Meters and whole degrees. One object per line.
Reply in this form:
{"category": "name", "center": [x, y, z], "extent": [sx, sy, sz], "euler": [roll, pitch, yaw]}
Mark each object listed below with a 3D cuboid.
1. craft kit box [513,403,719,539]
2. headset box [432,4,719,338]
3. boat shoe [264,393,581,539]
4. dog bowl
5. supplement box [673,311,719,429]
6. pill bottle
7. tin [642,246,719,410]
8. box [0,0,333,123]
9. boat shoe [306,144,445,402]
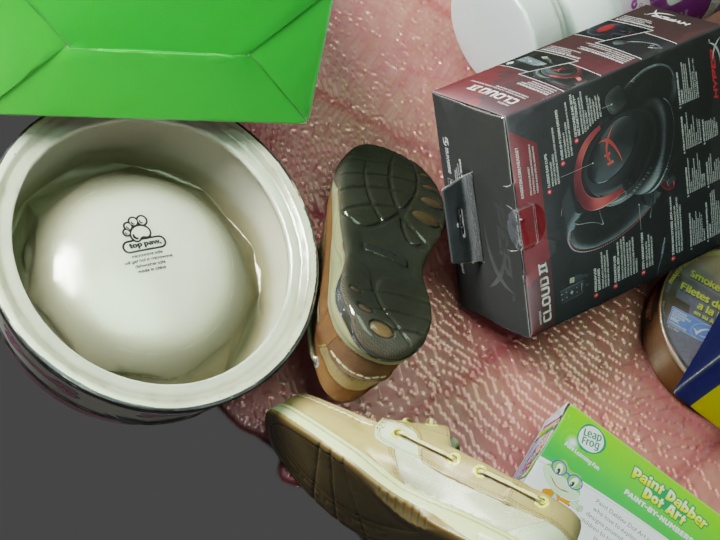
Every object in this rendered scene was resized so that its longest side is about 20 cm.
{"category": "craft kit box", "center": [0.151, 0.214, 1.333], "extent": [0.200, 0.049, 0.198], "euler": [37, 61, -2]}
{"category": "headset box", "center": [0.134, -0.061, 1.397], "extent": [0.199, 0.075, 0.149], "euler": [-25, 119, -29]}
{"category": "boat shoe", "center": [0.036, 0.123, 1.296], "extent": [0.199, 0.074, 0.066], "euler": [31, 58, 22]}
{"category": "dog bowl", "center": [-0.128, 0.000, 1.314], "extent": [0.199, 0.074, 0.201], "euler": [8, 64, -17]}
{"category": "supplement box", "center": [0.315, 0.077, 1.387], "extent": [0.200, 0.110, 0.109], "euler": [36, 59, -3]}
{"category": "pill bottle", "center": [0.159, -0.193, 1.491], "extent": [0.200, 0.112, 0.113], "euler": [-30, 80, -29]}
{"category": "tin", "center": [0.275, 0.061, 1.463], "extent": [0.199, 0.042, 0.112], "euler": [28, 64, -7]}
{"category": "box", "center": [-0.137, -0.173, 1.333], "extent": [0.199, 0.097, 0.177], "euler": [0, 33, -21]}
{"category": "boat shoe", "center": [0.000, 0.000, 1.354], "extent": [0.075, 0.074, 0.200], "euler": [27, 35, -11]}
